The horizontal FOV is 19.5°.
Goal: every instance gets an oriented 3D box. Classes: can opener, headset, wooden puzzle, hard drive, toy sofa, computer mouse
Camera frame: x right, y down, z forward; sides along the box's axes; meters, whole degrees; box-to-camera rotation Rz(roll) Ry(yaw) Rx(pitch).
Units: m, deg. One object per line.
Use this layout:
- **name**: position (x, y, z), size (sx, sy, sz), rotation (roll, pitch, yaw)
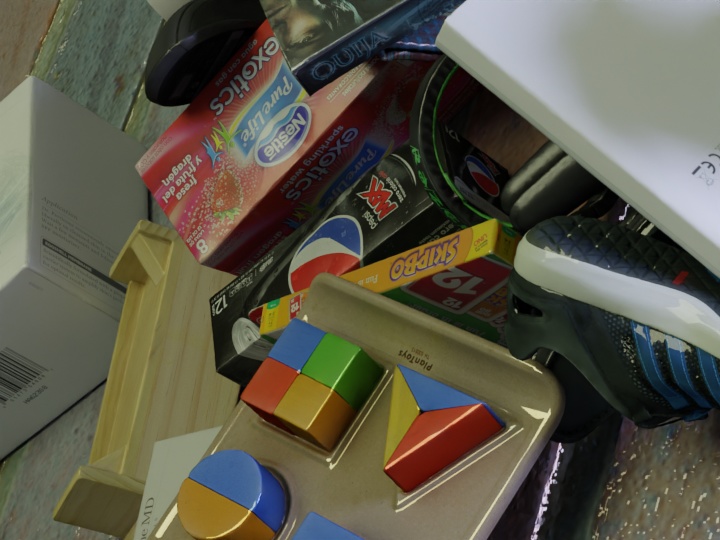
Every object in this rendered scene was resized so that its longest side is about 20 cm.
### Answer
- **can opener**: position (0.155, -0.088, 1.094), size (0.200, 0.079, 0.063), rotation (-39, 11, 1)
- **headset**: position (0.122, -0.099, 1.147), size (0.200, 0.124, 0.094), rotation (-38, 5, -13)
- **wooden puzzle**: position (-0.015, 0.107, 1.080), size (0.185, 0.046, 0.200), rotation (23, 78, 40)
- **hard drive**: position (0.151, -0.087, 1.017), size (0.132, 0.200, 0.027), rotation (-43, -11, -33)
- **toy sofa**: position (-0.128, 0.077, 1.369), size (0.083, 0.097, 0.201), rotation (129, 154, -57)
- **computer mouse**: position (-0.085, -0.138, 1.375), size (0.046, 0.200, 0.141), rotation (51, 135, 16)

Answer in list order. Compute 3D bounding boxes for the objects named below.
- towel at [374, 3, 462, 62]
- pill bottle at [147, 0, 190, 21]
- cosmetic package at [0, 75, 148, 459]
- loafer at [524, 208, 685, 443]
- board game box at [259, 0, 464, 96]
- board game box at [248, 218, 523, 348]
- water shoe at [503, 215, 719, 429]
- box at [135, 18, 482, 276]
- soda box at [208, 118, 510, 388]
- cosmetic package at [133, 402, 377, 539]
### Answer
- **towel**: position (0.045, -0.191, 1.289), size (0.200, 0.146, 0.022), rotation (-110, 31, -42)
- **pill bottle**: position (-0.073, -0.264, 1.523), size (0.200, 0.113, 0.113), rotation (-39, 39, 25)
- **cosmetic package**: position (-0.262, 0.003, 1.543), size (0.199, 0.123, 0.200), rotation (-37, 38, 27)
- **loafer**: position (0.152, 0.004, 1.067), size (0.201, 0.068, 0.070), rotation (-53, 16, 1)
- **board game box**: position (0.030, -0.200, 1.210), size (0.200, 0.028, 0.135), rotation (-31, 48, 8)
- **board game box**: position (0.032, 0.027, 1.179), size (0.200, 0.095, 0.030), rotation (-18, 51, 43)
- **water shoe**: position (0.162, 0.041, 1.006), size (0.200, 0.071, 0.079), rotation (27, 123, 24)
- **box**: position (-0.032, -0.093, 1.330), size (0.200, 0.100, 0.096), rotation (-46, 59, 16)
- **soda box**: position (0.000, 0.000, 1.262), size (0.200, 0.071, 0.063), rotation (-38, 40, 26)
- **cosmetic package**: position (-0.039, 0.145, 1.189), size (0.200, 0.081, 0.113), rotation (-17, 54, 42)
